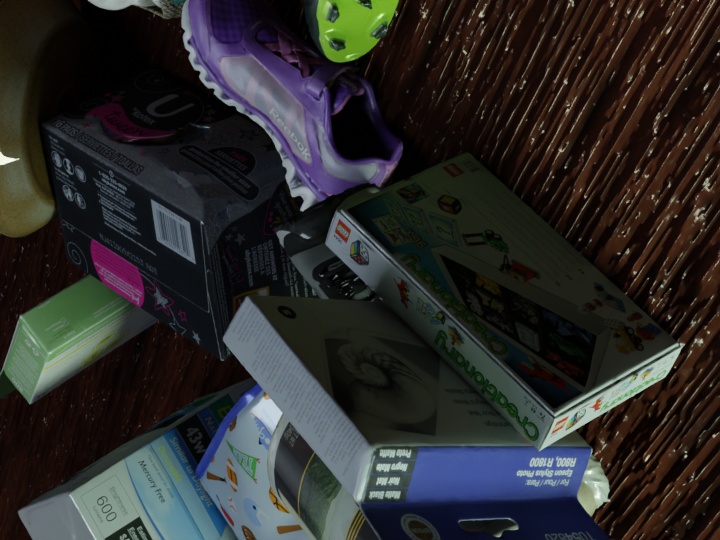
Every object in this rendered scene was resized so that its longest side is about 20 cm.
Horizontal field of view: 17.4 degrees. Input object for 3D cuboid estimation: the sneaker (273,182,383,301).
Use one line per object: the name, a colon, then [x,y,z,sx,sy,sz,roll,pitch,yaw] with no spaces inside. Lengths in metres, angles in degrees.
sneaker: [0.000,0.000,1.580,0.080,0.074,0.200,67,-173,21]

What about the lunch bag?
lunch bag: [-0.027,0.165,1.799,0.170,0.124,0.200,52,157,12]

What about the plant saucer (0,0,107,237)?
plant saucer: [-0.241,-0.124,1.811,0.035,0.201,0.201,8,129,19]

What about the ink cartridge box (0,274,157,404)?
ink cartridge box: [-0.239,0.061,1.994,0.048,0.145,0.200,50,150,11]

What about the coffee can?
coffee can: [0.046,0.163,1.532,0.200,0.146,0.147,47,151,45]

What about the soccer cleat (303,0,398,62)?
soccer cleat: [-0.013,-0.226,1.484,0.081,0.067,0.201,-125,25,-44]

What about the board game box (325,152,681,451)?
board game box: [0.089,0.015,1.475,0.200,0.126,0.035,44,136,24]

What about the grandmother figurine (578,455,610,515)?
grandmother figurine: [0.134,0.215,1.571,0.120,0.201,0.061,7,161,2]

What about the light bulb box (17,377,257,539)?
light bulb box: [-0.139,0.226,1.942,0.199,0.200,0.125,60,149,-4]

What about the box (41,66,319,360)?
box: [-0.130,-0.048,1.762,0.200,0.114,0.133,29,138,39]

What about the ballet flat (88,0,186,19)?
ballet flat: [-0.185,-0.223,1.721,0.200,0.075,0.068,23,137,46]

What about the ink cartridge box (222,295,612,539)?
ink cartridge box: [0.044,0.091,1.415,0.200,0.199,0.041,49,121,35]

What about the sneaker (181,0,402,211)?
sneaker: [-0.039,-0.125,1.599,0.201,0.080,0.088,53,146,-2]
